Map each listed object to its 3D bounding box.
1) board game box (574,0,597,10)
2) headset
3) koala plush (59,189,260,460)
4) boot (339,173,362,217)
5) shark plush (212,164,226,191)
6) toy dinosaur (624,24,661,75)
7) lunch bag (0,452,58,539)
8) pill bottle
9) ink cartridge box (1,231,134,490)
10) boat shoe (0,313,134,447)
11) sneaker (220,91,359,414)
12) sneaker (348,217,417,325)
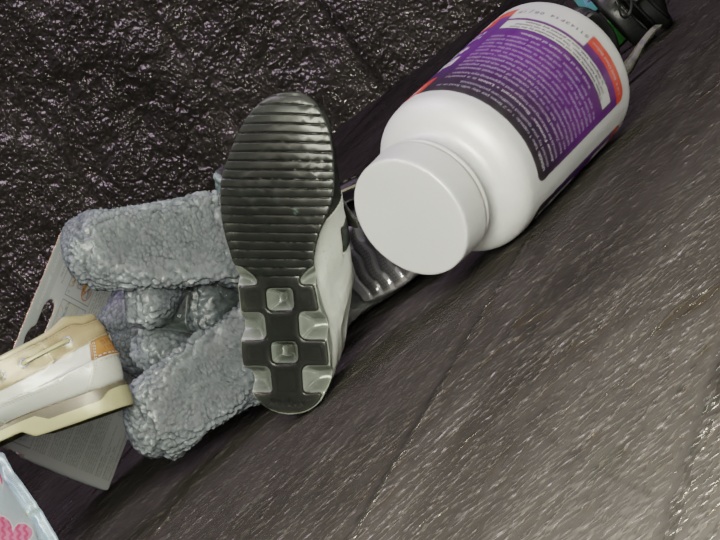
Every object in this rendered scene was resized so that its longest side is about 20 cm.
[{"bbox_3d":[0.300,-0.347,2.570,0.151,0.047,0.200,-35,7,25],"label":"board game box"},{"bbox_3d":[0.185,-0.204,1.965,0.123,0.094,0.200,-41,-5,-15],"label":"headset"},{"bbox_3d":[-0.119,0.033,1.721,0.184,0.178,0.200,-19,-2,-21],"label":"koala plush"},{"bbox_3d":[0.022,-0.055,1.887,0.158,0.079,0.211,-36,7,19],"label":"boot"},{"bbox_3d":[-0.087,-0.001,1.830,0.200,0.091,0.083,110,172,-49],"label":"shark plush"},{"bbox_3d":[0.142,-0.119,1.828,0.088,0.048,0.200,-9,27,48],"label":"toy dinosaur"},{"bbox_3d":[-0.302,0.215,1.593,0.170,0.127,0.200,-35,0,-31],"label":"lunch bag"},{"bbox_3d":[0.082,-0.082,1.582,0.111,0.111,0.200,-32,9,46],"label":"pill bottle"},{"bbox_3d":[-0.218,0.064,1.820,0.200,0.057,0.163,33,-104,-59],"label":"ink cartridge box"},{"bbox_3d":[-0.250,0.085,1.586,0.200,0.069,0.075,-17,-3,-4],"label":"boat shoe"},{"bbox_3d":[-0.041,-0.019,1.548,0.074,0.200,0.089,6,17,15],"label":"sneaker"},{"bbox_3d":[0.000,0.000,1.746,0.082,0.075,0.200,-26,3,-42],"label":"sneaker"}]
